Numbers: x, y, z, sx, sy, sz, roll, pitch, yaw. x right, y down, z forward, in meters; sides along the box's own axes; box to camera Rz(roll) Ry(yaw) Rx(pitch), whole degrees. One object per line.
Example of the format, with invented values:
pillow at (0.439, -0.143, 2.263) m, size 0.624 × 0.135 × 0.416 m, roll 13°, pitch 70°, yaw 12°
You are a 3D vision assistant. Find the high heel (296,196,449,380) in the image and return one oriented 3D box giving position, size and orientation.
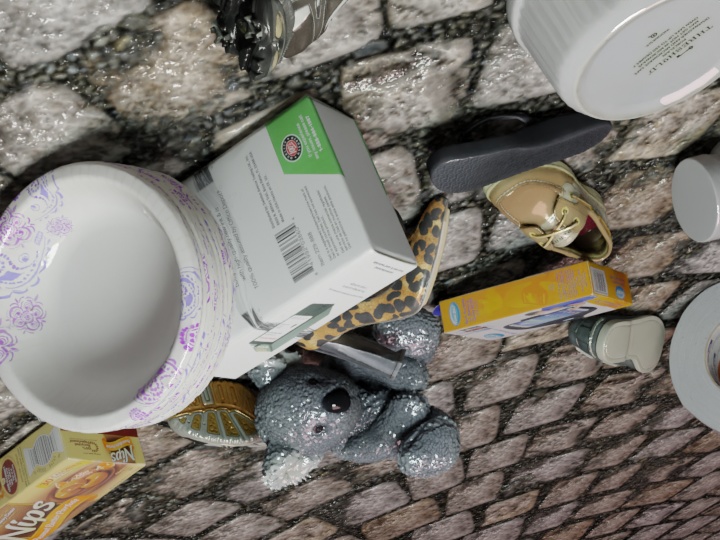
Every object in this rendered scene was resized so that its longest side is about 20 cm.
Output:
high heel at (0.000, 0.000, 1.365) m, size 0.141 × 0.072 × 0.202 m, roll 21°, pitch 113°, yaw 1°

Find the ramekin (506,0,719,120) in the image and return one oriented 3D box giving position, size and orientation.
ramekin at (0.219, -0.202, 1.090) m, size 0.200 × 0.095 × 0.203 m, roll -17°, pitch 153°, yaw -9°

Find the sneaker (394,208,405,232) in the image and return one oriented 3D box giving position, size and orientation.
sneaker at (-0.052, -0.012, 1.284) m, size 0.197 × 0.080 × 0.089 m, roll -19°, pitch 165°, yaw 10°

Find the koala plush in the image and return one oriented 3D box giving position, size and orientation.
koala plush at (-0.027, 0.143, 1.476) m, size 0.197 × 0.180 × 0.183 m, roll -9°, pitch 175°, yaw -28°

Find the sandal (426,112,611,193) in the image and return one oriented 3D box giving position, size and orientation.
sandal at (0.136, -0.115, 1.263) m, size 0.198 × 0.043 × 0.076 m, roll -16°, pitch 162°, yaw -32°

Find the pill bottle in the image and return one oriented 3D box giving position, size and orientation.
pill bottle at (0.423, -0.089, 1.429) m, size 0.197 × 0.113 × 0.113 m, roll -12°, pitch 152°, yaw -17°

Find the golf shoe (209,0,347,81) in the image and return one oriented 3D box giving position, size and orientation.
golf shoe at (-0.039, -0.216, 0.918) m, size 0.094 × 0.078 × 0.201 m, roll -27°, pitch 161°, yaw -30°

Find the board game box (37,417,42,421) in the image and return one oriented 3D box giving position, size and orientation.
board game box at (-0.245, 0.052, 1.258) m, size 0.146 × 0.065 × 0.201 m, roll -18°, pitch 155°, yaw -9°

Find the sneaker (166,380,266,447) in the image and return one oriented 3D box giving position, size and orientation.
sneaker at (-0.128, 0.169, 1.549) m, size 0.198 × 0.077 × 0.088 m, roll 1°, pitch 151°, yaw -32°

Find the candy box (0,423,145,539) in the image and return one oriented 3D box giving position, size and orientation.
candy box at (-0.342, 0.231, 1.526) m, size 0.199 × 0.056 × 0.115 m, roll -35°, pitch 150°, yaw 27°

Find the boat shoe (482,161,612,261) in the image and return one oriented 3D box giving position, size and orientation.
boat shoe at (0.192, -0.055, 1.373) m, size 0.074 × 0.067 × 0.199 m, roll -37°, pitch 150°, yaw 28°

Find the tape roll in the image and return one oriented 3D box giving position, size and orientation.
tape roll at (0.488, 0.112, 1.753) m, size 0.199 × 0.202 × 0.066 m, roll -32°, pitch 151°, yaw 21°

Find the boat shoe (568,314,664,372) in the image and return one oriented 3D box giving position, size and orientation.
boat shoe at (0.324, 0.085, 1.765) m, size 0.061 × 0.074 × 0.199 m, roll 15°, pitch -176°, yaw 34°

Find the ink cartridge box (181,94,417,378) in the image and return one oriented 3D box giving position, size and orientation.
ink cartridge box at (-0.075, -0.022, 1.147) m, size 0.199 × 0.148 × 0.084 m, roll -31°, pitch 159°, yaw 21°

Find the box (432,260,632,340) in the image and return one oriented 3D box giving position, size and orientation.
box at (0.178, 0.038, 1.507) m, size 0.198 × 0.042 × 0.119 m, roll -19°, pitch 165°, yaw 29°

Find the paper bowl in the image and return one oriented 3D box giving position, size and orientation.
paper bowl at (-0.186, 0.021, 1.089) m, size 0.199 × 0.203 × 0.104 m, roll -31°, pitch 166°, yaw 21°
